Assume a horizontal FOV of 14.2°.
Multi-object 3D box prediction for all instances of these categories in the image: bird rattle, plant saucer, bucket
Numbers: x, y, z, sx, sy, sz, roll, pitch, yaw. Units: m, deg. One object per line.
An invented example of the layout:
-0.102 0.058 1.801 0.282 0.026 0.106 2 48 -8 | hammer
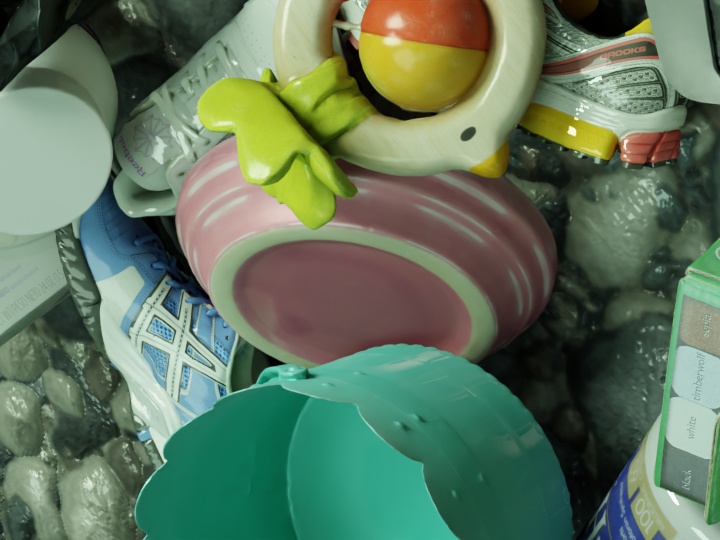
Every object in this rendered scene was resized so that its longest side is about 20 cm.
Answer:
0.008 -0.118 1.367 0.162 0.113 0.201 10 83 4 | bird rattle
0.000 0.000 1.484 0.200 0.051 0.201 8 148 5 | plant saucer
-0.001 0.138 1.450 0.206 0.135 0.208 9 108 29 | bucket

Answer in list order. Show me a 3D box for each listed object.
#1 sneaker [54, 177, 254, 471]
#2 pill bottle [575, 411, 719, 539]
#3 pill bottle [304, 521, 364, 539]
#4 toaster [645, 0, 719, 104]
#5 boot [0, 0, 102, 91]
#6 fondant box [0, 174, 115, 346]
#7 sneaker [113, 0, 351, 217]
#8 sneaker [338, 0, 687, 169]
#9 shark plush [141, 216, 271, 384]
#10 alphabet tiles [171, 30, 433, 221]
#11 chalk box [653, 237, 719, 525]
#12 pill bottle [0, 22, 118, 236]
-0.102 0.027 1.572 0.077 0.076 0.201 -25 98 15 | sneaker
0.164 0.164 1.480 0.120 0.120 0.200 38 133 11 | pill bottle
-0.035 0.184 1.635 0.200 0.109 0.109 -32 96 36 | pill bottle
0.209 -0.171 1.232 0.199 0.119 0.182 7 120 33 | toaster
-0.121 -0.192 1.415 0.066 0.200 0.165 33 132 16 | boot
-0.235 -0.058 1.627 0.200 0.144 0.058 49 135 1 | fondant box
-0.068 -0.079 1.485 0.075 0.099 0.200 59 149 14 | sneaker
0.078 -0.117 1.413 0.199 0.078 0.082 22 107 26 | sneaker
-0.097 0.055 1.649 0.200 0.091 0.083 55 170 -14 | shark plush
-0.025 -0.044 1.572 0.167 0.008 0.200 50 135 1 | alphabet tiles
0.216 0.047 1.308 0.123 0.200 0.125 22 129 25 | chalk box
-0.190 -0.105 1.518 0.200 0.112 0.113 -118 23 -55 | pill bottle
